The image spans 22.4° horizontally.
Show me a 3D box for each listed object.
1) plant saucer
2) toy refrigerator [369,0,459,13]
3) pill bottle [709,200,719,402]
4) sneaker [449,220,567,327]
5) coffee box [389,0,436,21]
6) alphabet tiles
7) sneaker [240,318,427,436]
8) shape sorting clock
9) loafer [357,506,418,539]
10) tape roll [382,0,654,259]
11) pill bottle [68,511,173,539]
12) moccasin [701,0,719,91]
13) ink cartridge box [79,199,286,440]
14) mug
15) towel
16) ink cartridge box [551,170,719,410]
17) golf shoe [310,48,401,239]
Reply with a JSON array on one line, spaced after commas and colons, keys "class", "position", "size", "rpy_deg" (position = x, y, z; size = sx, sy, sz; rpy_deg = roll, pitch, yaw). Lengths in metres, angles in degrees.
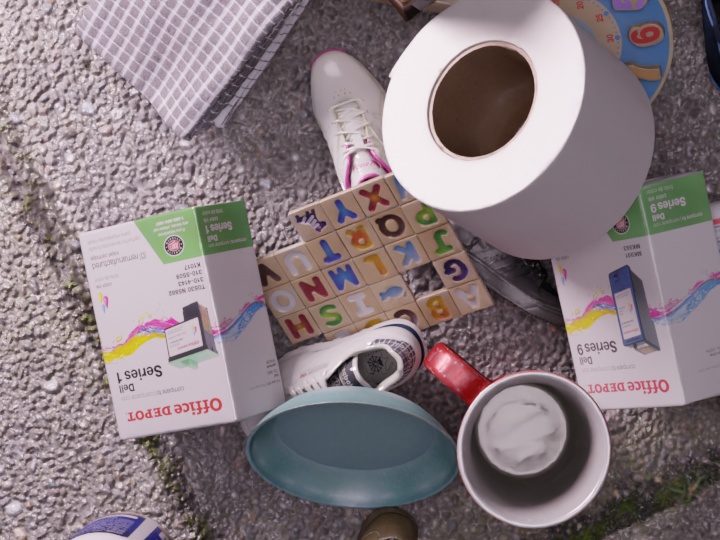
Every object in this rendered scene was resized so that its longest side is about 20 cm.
[{"class": "plant saucer", "position": [-0.006, 0.159, 1.683], "size": [0.199, 0.200, 0.036], "rpy_deg": [3, 56, 2]}, {"class": "toy refrigerator", "position": [0.003, -0.294, 1.715], "size": [0.199, 0.076, 0.070], "rpy_deg": [11, 91, 3]}, {"class": "pill bottle", "position": [0.357, 0.033, 1.689], "size": [0.108, 0.109, 0.201], "rpy_deg": [-12, 90, 2]}, {"class": "sneaker", "position": [0.134, -0.035, 1.720], "size": [0.199, 0.060, 0.105], "rpy_deg": [30, 96, 5]}, {"class": "coffee box", "position": [0.035, -0.291, 1.576], "size": [0.080, 0.200, 0.115], "rpy_deg": [-38, 89, 3]}, {"class": "alphabet tiles", "position": [0.000, 0.000, 1.693], "size": [0.199, 0.008, 0.168], "rpy_deg": [-20, 120, 19]}, {"class": "sneaker", "position": [-0.034, 0.107, 1.706], "size": [0.199, 0.081, 0.077], "rpy_deg": [-30, 97, 18]}, {"class": "shape sorting clock", "position": [0.189, -0.209, 1.682], "size": [0.199, 0.039, 0.201], "rpy_deg": [8, 124, 11]}, {"class": "loafer", "position": [0.004, 0.324, 1.724], "size": [0.076, 0.067, 0.201], "rpy_deg": [13, 91, 2]}, {"class": "tape roll", "position": [0.138, -0.125, 1.582], "size": [0.202, 0.139, 0.204], "rpy_deg": [-13, 66, 32]}, {"class": "pill bottle", "position": [-0.231, 0.291, 1.666], "size": [0.115, 0.200, 0.117], "rpy_deg": [0, 90, 2]}, {"class": "moccasin", "position": [0.357, -0.269, 1.706], "size": [0.080, 0.068, 0.201], "rpy_deg": [-9, 90, 2]}, {"class": "ink cartridge box", "position": [-0.166, 0.048, 1.693], "size": [0.144, 0.084, 0.201], "rpy_deg": [-11, 90, 32]}, {"class": "mug", "position": [0.145, 0.132, 1.652], "size": [0.133, 0.200, 0.179], "rpy_deg": [-20, 89, 3]}, {"class": "towel", "position": [-0.158, -0.236, 1.677], "size": [0.165, 0.086, 0.200], "rpy_deg": [40, 123, 1]}, {"class": "ink cartridge box", "position": [0.257, 0.022, 1.659], "size": [0.087, 0.145, 0.201], "rpy_deg": [-15, 93, -32]}, {"class": "golf shoe", "position": [0.005, -0.116, 1.710], "size": [0.075, 0.092, 0.201], "rpy_deg": [-22, 88, 4]}]
